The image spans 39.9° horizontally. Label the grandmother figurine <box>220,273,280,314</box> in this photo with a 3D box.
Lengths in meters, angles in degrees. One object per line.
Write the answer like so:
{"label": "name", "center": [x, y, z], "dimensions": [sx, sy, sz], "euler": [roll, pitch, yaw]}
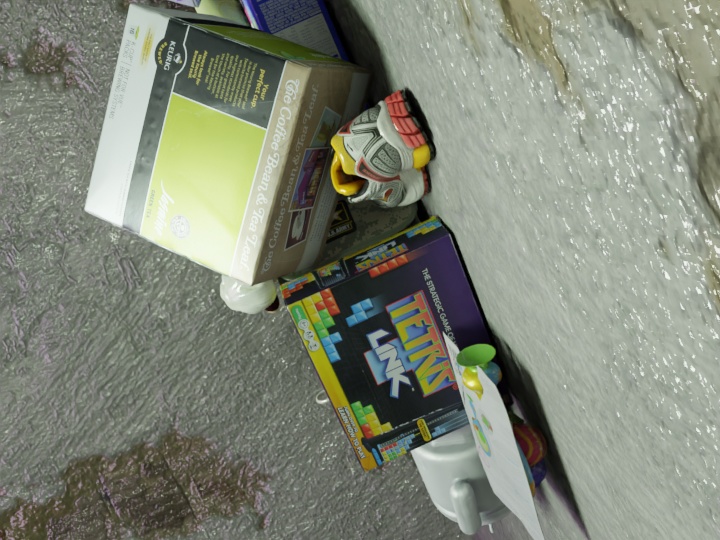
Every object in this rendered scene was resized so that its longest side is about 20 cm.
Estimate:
{"label": "grandmother figurine", "center": [-0.119, -0.004, 1.016], "dimensions": [0.121, 0.061, 0.200], "euler": [38, -177, -18]}

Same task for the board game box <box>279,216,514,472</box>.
{"label": "board game box", "center": [0.038, 0.073, 0.952], "dimensions": [0.057, 0.165, 0.200], "euler": [-116, 2, -66]}

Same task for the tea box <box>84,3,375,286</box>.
{"label": "tea box", "center": [-0.121, -0.119, 0.917], "dimensions": [0.197, 0.200, 0.134], "euler": [25, -162, 21]}

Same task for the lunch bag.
{"label": "lunch bag", "center": [0.000, 0.000, 1.041], "dimensions": [0.118, 0.164, 0.200], "euler": [18, -133, -87]}

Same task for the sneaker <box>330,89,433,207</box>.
{"label": "sneaker", "center": [0.010, -0.097, 0.872], "dimensions": [0.200, 0.082, 0.078], "euler": [76, 169, -78]}

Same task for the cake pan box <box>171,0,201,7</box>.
{"label": "cake pan box", "center": [-0.170, -0.393, 0.994], "dimensions": [0.184, 0.052, 0.200], "euler": [102, -176, -84]}

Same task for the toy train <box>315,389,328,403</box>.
{"label": "toy train", "center": [0.050, 0.110, 1.149], "dimensions": [0.056, 0.200, 0.150], "euler": [56, 155, -16]}

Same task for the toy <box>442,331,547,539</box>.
{"label": "toy", "center": [0.139, 0.153, 0.916], "dimensions": [0.200, 0.047, 0.115], "euler": [67, 171, -26]}

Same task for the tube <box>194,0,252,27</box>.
{"label": "tube", "center": [-0.148, -0.270, 1.112], "dimensions": [0.058, 0.052, 0.200], "euler": [70, 176, -58]}

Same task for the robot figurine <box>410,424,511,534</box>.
{"label": "robot figurine", "center": [0.118, 0.201, 1.090], "dimensions": [0.170, 0.113, 0.200], "euler": [-76, -28, -48]}

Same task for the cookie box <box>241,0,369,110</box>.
{"label": "cookie box", "center": [-0.058, -0.227, 1.078], "dimensions": [0.171, 0.075, 0.200], "euler": [-126, 12, -81]}

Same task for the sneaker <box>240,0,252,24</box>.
{"label": "sneaker", "center": [-0.111, -0.307, 1.256], "dimensions": [0.121, 0.084, 0.200], "euler": [-127, 19, -53]}
